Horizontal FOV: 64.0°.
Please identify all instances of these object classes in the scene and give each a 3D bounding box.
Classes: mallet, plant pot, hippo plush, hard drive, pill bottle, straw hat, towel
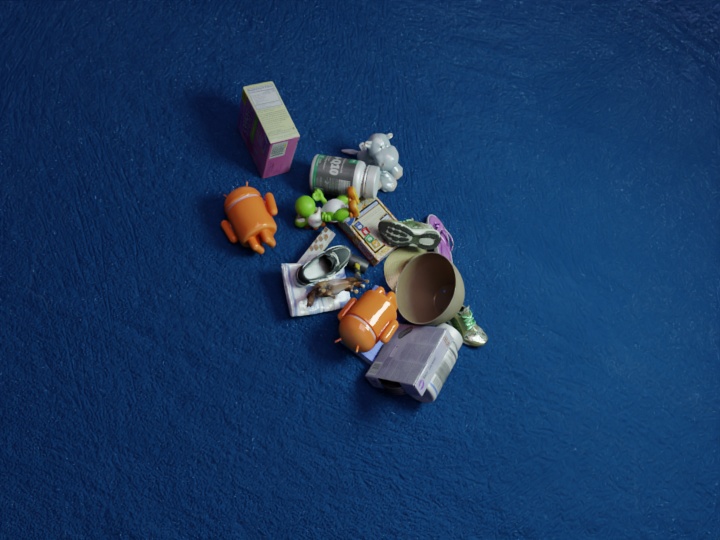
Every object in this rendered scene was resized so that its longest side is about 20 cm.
[{"bbox_3d":[0.000,0.000,1.610,0.065,0.200,0.042,24,101,-12],"label":"mallet"},{"bbox_3d":[0.215,0.066,1.613,0.133,0.198,0.204,25,54,-46],"label":"plant pot"},{"bbox_3d":[0.069,-0.362,1.801,0.157,0.161,0.202,-23,75,-26],"label":"hippo plush"},{"bbox_3d":[0.043,0.156,1.630,0.131,0.025,0.201,35,60,0],"label":"hard drive"},{"bbox_3d":[-0.046,-0.276,1.719,0.196,0.114,0.115,10,61,8],"label":"pill bottle"},{"bbox_3d":[0.175,-0.005,1.715,0.197,0.085,0.205,7,63,-15],"label":"straw hat"},{"bbox_3d":[0.199,0.251,1.588,0.113,0.114,0.201,36,60,1],"label":"pill bottle"},{"bbox_3d":[-0.120,0.043,1.598,0.197,0.024,0.150,-7,80,-32],"label":"towel"}]

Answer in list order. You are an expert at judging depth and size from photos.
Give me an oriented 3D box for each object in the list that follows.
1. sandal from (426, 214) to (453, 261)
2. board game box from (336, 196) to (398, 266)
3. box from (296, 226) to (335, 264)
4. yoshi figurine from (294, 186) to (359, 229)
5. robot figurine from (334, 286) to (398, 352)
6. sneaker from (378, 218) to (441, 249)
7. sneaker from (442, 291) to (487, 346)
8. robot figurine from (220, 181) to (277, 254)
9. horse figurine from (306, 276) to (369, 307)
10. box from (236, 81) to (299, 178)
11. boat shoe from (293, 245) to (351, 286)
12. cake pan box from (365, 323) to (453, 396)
[{"bbox_3d":[0.258,-0.097,1.786,0.081,0.050,0.206,18,47,-35],"label":"sandal"},{"bbox_3d":[0.032,-0.135,1.749,0.151,0.046,0.201,-37,82,-29],"label":"board game box"},{"bbox_3d":[-0.142,-0.040,1.650,0.038,0.042,0.201,36,59,0],"label":"box"},{"bbox_3d":[-0.106,-0.183,1.653,0.196,0.112,0.114,-15,92,12],"label":"yoshi figurine"},{"bbox_3d":[0.018,0.135,1.543,0.144,0.117,0.200,44,60,-1],"label":"robot figurine"},{"bbox_3d":[0.142,-0.121,1.722,0.196,0.078,0.089,13,36,-17],"label":"sneaker"},{"bbox_3d":[0.301,0.141,1.688,0.200,0.089,0.077,44,60,4],"label":"sneaker"},{"bbox_3d":[-0.305,-0.148,1.601,0.115,0.144,0.202,-14,69,-47],"label":"robot figurine"},{"bbox_3d":[-0.066,0.049,1.559,0.196,0.132,0.051,-14,99,-21],"label":"horse figurine"},{"bbox_3d":[-0.276,-0.412,1.698,0.095,0.176,0.203,-19,73,-26],"label":"box"},{"bbox_3d":[-0.093,-0.015,1.580,0.199,0.060,0.076,-36,96,-33],"label":"boat shoe"},{"bbox_3d":[0.127,0.233,1.522,0.053,0.182,0.201,53,55,-27],"label":"cake pan box"}]
